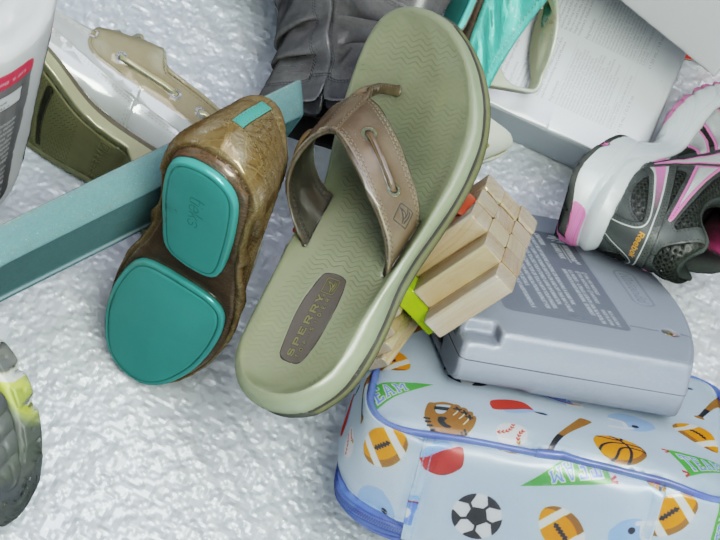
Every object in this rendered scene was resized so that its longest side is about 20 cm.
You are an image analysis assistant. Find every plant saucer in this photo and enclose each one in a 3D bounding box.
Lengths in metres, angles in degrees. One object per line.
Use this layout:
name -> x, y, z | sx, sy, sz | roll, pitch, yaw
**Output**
plant saucer -> -0.109, -0.034, 0.973 | 0.200, 0.070, 0.019 | -29, 79, -34

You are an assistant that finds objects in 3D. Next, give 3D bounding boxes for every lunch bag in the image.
lunch bag -> 0.091, 0.087, 1.000 | 0.199, 0.076, 0.160 | 15, 22, -1

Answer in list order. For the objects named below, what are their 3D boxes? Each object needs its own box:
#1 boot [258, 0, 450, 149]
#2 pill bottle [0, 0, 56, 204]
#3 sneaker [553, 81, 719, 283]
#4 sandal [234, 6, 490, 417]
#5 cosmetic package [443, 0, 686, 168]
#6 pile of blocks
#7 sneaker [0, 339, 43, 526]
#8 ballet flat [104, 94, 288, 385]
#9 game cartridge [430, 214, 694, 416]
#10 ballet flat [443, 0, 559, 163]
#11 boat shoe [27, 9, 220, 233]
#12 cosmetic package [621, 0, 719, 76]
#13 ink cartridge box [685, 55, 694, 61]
boot -> -0.036, -0.136, 1.094 | 0.070, 0.199, 0.132 | 31, 73, -44
pill bottle -> -0.211, -0.083, 0.965 | 0.110, 0.200, 0.111 | 8, 58, -13
sneaker -> 0.187, -0.036, 1.108 | 0.086, 0.081, 0.200 | 35, 38, 21
sandal -> -0.002, -0.032, 0.902 | 0.080, 0.057, 0.202 | 9, 68, 35
cosmetic package -> 0.123, -0.170, 1.171 | 0.150, 0.052, 0.201 | 25, 78, -4
pile of blocks -> 0.000, 0.000, 0.978 | 0.062, 0.200, 0.082 | 46, 59, -15
sneaker -> -0.230, 0.041, 0.968 | 0.200, 0.085, 0.074 | 54, 50, -8
ballet flat -> -0.072, -0.017, 0.969 | 0.068, 0.200, 0.072 | 33, 55, 8
game cartridge -> 0.095, 0.016, 1.038 | 0.133, 0.041, 0.200 | 7, 20, -10
ballet flat -> 0.062, -0.101, 1.096 | 0.070, 0.067, 0.201 | 30, 81, -14
boat shoe -> -0.134, -0.090, 1.074 | 0.200, 0.075, 0.068 | 43, 56, -3
cosmetic package -> 0.151, -0.212, 1.092 | 0.200, 0.085, 0.108 | 41, 36, 1
ink cartridge box -> 0.238, -0.183, 1.251 | 0.199, 0.050, 0.109 | 2, 60, -17
